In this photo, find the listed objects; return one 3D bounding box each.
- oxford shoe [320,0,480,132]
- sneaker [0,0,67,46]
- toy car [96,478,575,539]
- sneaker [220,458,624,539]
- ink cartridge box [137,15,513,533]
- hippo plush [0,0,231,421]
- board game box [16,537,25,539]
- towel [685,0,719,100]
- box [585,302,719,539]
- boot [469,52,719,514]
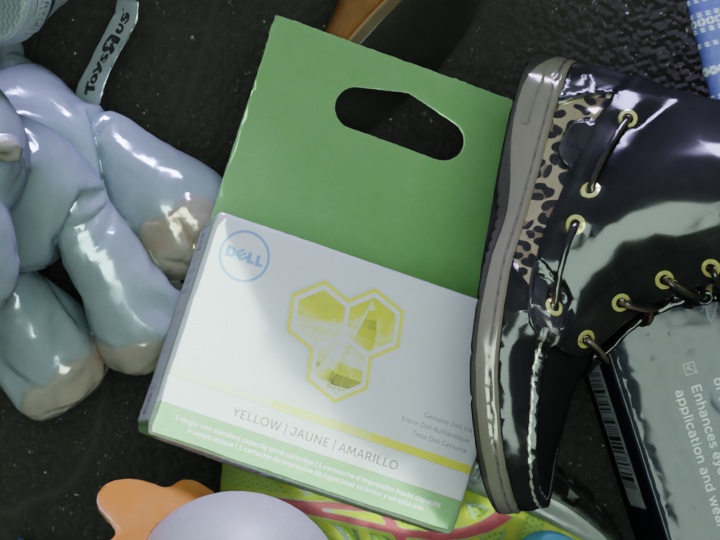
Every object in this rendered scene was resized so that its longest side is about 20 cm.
[{"bbox_3d":[0.018,-0.143,1.354,0.071,0.071,0.200,34,86,25],"label":"oxford shoe"},{"bbox_3d":[-0.217,-0.137,1.270,0.199,0.071,0.073,16,107,18],"label":"sneaker"},{"bbox_3d":[-0.027,0.152,1.227,0.200,0.177,0.184,47,121,3],"label":"toy car"},{"bbox_3d":[0.025,0.116,1.342,0.199,0.078,0.091,18,96,3],"label":"sneaker"},{"bbox_3d":[0.000,0.000,1.275,0.145,0.048,0.201,19,83,-9],"label":"ink cartridge box"},{"bbox_3d":[-0.148,-0.034,1.268,0.158,0.161,0.201,12,90,16],"label":"hippo plush"},{"bbox_3d":[-0.095,0.232,1.346,0.199,0.037,0.152,21,87,-3],"label":"board game box"},{"bbox_3d":[0.234,-0.047,1.264,0.144,0.024,0.201,-15,87,-1],"label":"towel"},{"bbox_3d":[0.208,0.043,1.324,0.199,0.117,0.198,-17,89,-3],"label":"box"},{"bbox_3d":[0.129,0.009,1.218,0.150,0.073,0.201,5,74,13],"label":"boot"}]
